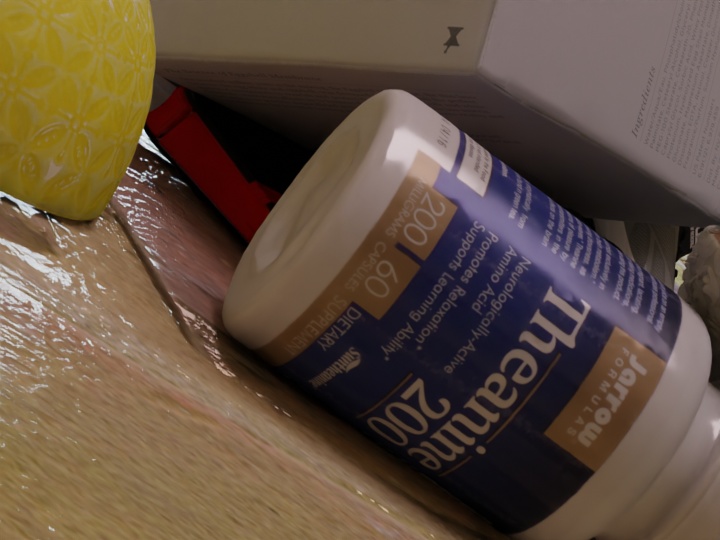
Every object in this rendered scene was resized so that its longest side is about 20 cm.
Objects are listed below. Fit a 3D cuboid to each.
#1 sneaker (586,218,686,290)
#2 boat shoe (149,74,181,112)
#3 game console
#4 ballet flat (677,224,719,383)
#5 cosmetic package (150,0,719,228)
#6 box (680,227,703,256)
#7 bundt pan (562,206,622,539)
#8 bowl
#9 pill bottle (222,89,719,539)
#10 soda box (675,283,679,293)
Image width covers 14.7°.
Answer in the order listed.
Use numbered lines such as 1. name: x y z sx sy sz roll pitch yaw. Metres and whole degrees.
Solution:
1. sneaker: 0.128 0.000 1.338 0.079 0.074 0.201 -3 75 -34
2. boat shoe: -0.070 -0.093 1.318 0.200 0.062 0.072 28 14 -50
3. game console: 0.000 0.000 1.261 0.200 0.031 0.177 26 21 -51
4. ballet flat: 0.163 0.028 1.114 0.072 0.072 0.200 42 10 20
5. cosmetic package: 0.044 -0.110 1.208 0.199 0.123 0.200 7 -11 40
6. box: 0.130 -0.121 1.594 0.200 0.043 0.160 45 -28 41
7. bundt pan: 0.099 0.041 1.194 0.202 0.076 0.202 42 13 -12
8. bowl: -0.143 -0.121 1.020 0.200 0.108 0.200 37 9 -7
9. pill bottle: 0.057 0.033 1.032 0.200 0.111 0.111 36 9 -12
10. soda box: 0.114 -0.011 1.622 0.064 0.068 0.200 33 11 -32
